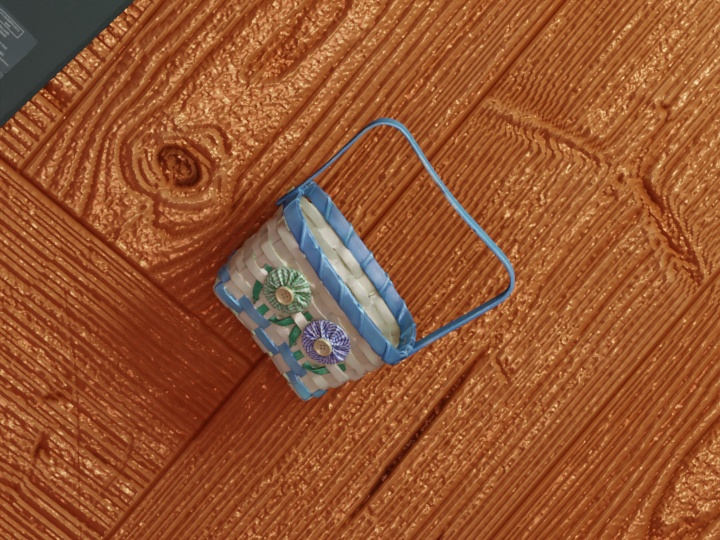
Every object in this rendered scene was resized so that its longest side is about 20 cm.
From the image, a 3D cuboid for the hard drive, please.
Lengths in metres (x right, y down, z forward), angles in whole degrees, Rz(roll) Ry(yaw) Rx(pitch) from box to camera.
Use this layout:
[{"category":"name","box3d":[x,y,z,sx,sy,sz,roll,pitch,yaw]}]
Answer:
[{"category":"hard drive","box3d":[-0.285,-0.208,1.724,0.200,0.033,0.140,-43,115,1]}]

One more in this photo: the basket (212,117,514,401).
[{"category":"basket","box3d":[0.000,0.000,1.741,0.200,0.139,0.176,-38,98,10]}]
